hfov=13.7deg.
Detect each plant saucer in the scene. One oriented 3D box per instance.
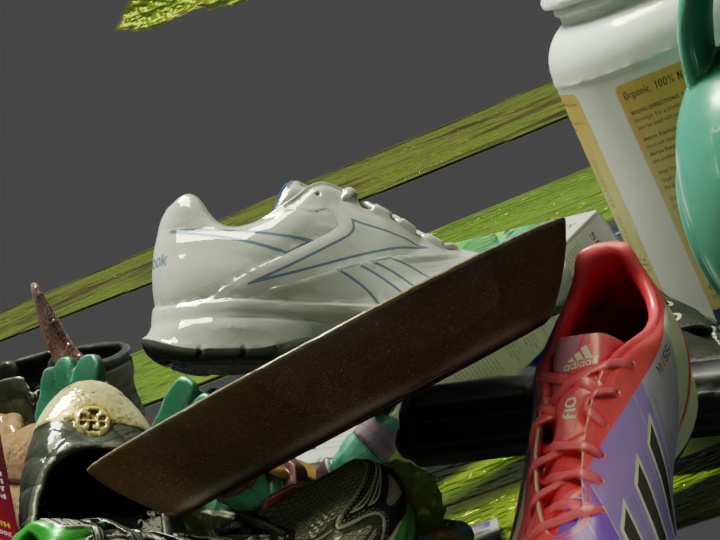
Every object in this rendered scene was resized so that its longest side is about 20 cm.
[{"bbox_3d":[-0.005,0.041,1.107,0.200,0.035,0.200,-29,-4,-2],"label":"plant saucer"}]

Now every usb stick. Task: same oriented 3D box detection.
[{"bbox_3d":[0.113,0.051,1.179,0.199,0.033,0.055,-7,1,13],"label":"usb stick"}]

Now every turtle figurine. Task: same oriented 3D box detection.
[{"bbox_3d":[-0.042,0.083,1.303,0.149,0.101,0.200,-10,-17,34],"label":"turtle figurine"}]

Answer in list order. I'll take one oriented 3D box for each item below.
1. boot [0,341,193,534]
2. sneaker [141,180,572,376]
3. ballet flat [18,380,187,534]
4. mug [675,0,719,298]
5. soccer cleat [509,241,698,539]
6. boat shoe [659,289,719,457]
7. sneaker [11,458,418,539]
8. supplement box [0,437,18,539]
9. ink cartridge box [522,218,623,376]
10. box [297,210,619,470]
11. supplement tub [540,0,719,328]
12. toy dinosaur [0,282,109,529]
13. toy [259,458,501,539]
[{"bbox_3d":[-0.169,0.109,1.492,0.200,0.132,0.070,-21,9,28],"label":"boot"},{"bbox_3d":[0.000,0.000,1.358,0.199,0.087,0.075,-1,-11,-11],"label":"sneaker"},{"bbox_3d":[-0.098,0.115,1.143,0.066,0.057,0.200,-2,46,-5],"label":"ballet flat"},{"bbox_3d":[0.193,-0.050,1.224,0.114,0.186,0.152,-26,-14,32],"label":"mug"},{"bbox_3d":[0.081,0.066,1.058,0.068,0.073,0.200,-7,28,17],"label":"soccer cleat"},{"bbox_3d":[0.126,0.041,1.297,0.068,0.057,0.200,-25,7,-5],"label":"boat shoe"},{"bbox_3d":[-0.067,0.112,1.011,0.200,0.085,0.078,-27,7,-26],"label":"sneaker"},{"bbox_3d":[-0.189,0.108,1.145,0.061,0.109,0.200,-64,21,18],"label":"supplement box"},{"bbox_3d":[0.139,0.006,1.570,0.200,0.043,0.198,-29,8,-20],"label":"ink cartridge box"},{"bbox_3d":[0.027,0.049,1.498,0.200,0.036,0.144,-42,16,-30],"label":"box"},{"bbox_3d":[0.173,-0.073,1.387,0.144,0.201,0.144,-24,7,3],"label":"supplement tub"},{"bbox_3d":[-0.137,0.111,1.342,0.086,0.201,0.135,17,-4,-19],"label":"toy dinosaur"},{"bbox_3d":[-0.005,0.102,1.176,0.115,0.047,0.200,-16,-6,2],"label":"toy"}]
